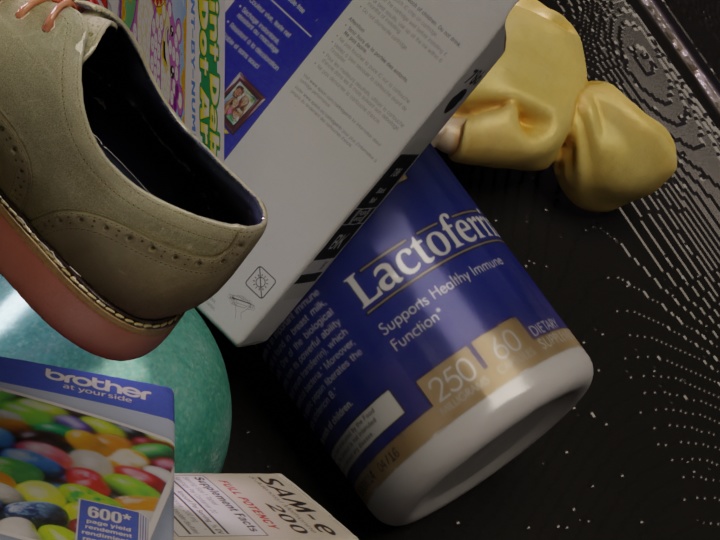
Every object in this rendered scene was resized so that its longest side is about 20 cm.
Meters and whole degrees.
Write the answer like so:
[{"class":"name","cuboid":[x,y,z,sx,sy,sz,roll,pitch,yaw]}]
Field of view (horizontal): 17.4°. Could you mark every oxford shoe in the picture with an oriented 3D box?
[{"class":"oxford shoe","cuboid":[-0.105,-0.068,0.673,0.200,0.074,0.071,46,35,-12]}]

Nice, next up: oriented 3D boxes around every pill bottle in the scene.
[{"class":"pill bottle","cuboid":[0.000,0.000,1.021,0.116,0.116,0.200,-26,74,-40]}]

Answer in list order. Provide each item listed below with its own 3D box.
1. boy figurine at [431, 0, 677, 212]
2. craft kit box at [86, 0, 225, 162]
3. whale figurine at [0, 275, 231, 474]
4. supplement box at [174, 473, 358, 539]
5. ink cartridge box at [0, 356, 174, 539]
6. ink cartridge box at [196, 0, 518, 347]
[{"class":"boy figurine","cuboid":[0.066,-0.096,1.163,0.199,0.064,0.125,26,49,-14]},{"class":"craft kit box","cuboid":[-0.087,-0.107,0.827,0.048,0.198,0.201,0,87,6]},{"class":"whale figurine","cuboid":[-0.137,0.059,0.903,0.200,0.104,0.159,-17,69,-40]},{"class":"supplement box","cuboid":[-0.111,0.141,0.841,0.199,0.127,0.073,4,15,-29]},{"class":"ink cartridge box","cuboid":[-0.121,0.072,0.771,0.119,0.042,0.200,11,19,-9]},{"class":"ink cartridge box","cuboid":[-0.017,-0.075,0.944,0.099,0.200,0.039,44,16,12]}]
